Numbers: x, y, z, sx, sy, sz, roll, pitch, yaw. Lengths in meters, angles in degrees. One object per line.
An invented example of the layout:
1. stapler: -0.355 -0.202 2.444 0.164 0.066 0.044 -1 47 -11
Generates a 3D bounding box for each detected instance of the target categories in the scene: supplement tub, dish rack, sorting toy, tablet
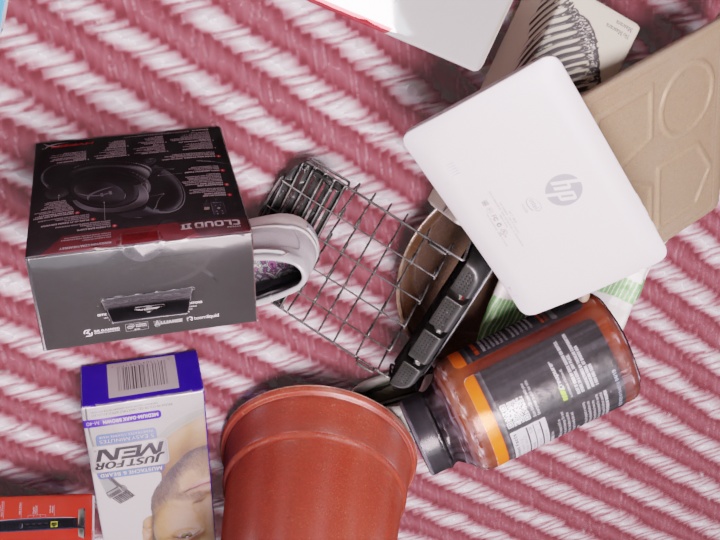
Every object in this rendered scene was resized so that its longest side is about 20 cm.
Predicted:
1. supplement tub: 0.136 0.104 0.833 0.198 0.107 0.108 -25 126 -2
2. dish rack: 0.000 0.000 0.817 0.198 0.055 0.154 32 116 1
3. sorting toy: 0.237 -0.095 0.787 0.199 0.036 0.187 -33 132 -25
4. tablet: 0.135 -0.055 0.719 0.129 0.014 0.201 -25 121 25

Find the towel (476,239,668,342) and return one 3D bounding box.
1. towel: 0.197 0.018 0.879 0.151 0.023 0.202 13 112 -21

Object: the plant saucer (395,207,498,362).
1. plant saucer: 0.123 -0.001 0.882 0.197 0.037 0.203 -7 119 -13

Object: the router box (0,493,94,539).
1. router box: -0.344 0.278 0.880 0.177 0.049 0.201 3 139 -19

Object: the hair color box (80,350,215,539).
1. hair color box: -0.196 0.179 0.890 0.108 0.065 0.202 -7 125 -13

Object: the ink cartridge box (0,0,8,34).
1. ink cartridge box: -0.288 -0.250 0.534 0.197 0.147 0.147 11 119 -24

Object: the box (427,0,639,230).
1. box: 0.138 -0.125 0.771 0.081 0.068 0.202 18 103 -23

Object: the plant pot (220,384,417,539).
1. plant pot: -0.047 0.246 0.865 0.197 0.197 0.203 2 129 2

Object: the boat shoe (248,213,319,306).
1. boat shoe: -0.130 0.010 0.776 0.197 0.069 0.073 -7 121 8

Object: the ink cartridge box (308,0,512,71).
1. ink cartridge box: 0.002 -0.220 0.612 0.143 0.201 0.085 16 113 -25

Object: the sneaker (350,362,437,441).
1. sneaker: 0.083 0.118 0.929 0.197 0.073 0.071 -21 131 -3

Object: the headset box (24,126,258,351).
1. headset box: -0.159 -0.026 0.685 0.146 0.201 0.078 -8 124 -13
